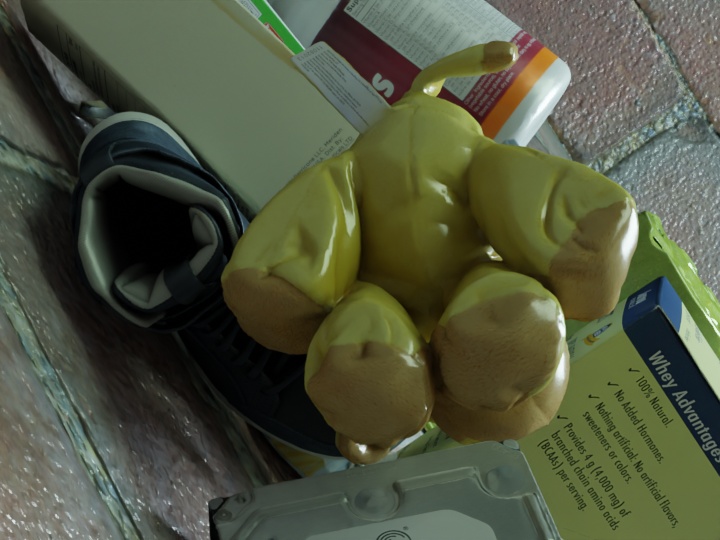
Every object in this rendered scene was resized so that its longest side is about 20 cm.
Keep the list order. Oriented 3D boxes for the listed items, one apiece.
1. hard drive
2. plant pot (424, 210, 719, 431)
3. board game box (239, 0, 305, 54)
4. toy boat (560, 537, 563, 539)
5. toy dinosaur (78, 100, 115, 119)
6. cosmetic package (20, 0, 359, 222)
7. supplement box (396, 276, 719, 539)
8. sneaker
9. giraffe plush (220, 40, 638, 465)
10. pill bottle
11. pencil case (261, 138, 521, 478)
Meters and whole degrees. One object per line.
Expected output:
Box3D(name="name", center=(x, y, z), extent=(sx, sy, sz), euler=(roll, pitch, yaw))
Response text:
Box3D(name="hard drive", center=(0.026, 0.155, 1.034), extent=(0.201, 0.139, 0.038), euler=(-111, -165, -49))
Box3D(name="plant pot", center=(0.144, 0.060, 1.717), extent=(0.200, 0.189, 0.200), euler=(53, 11, -15))
Box3D(name="board game box", center=(-0.085, -0.135, 1.480), extent=(0.153, 0.040, 0.200), euler=(50, -8, -33))
Box3D(name="toy boat", center=(0.056, 0.207, 1.135), extent=(0.201, 0.130, 0.131), euler=(56, 39, -3))
Box3D(name="toy dinosaur", center=(-0.082, -0.050, 1.420), extent=(0.200, 0.047, 0.088), euler=(46, 21, -31))
Box3D(name="cosmetic package", center=(-0.075, -0.089, 1.298), extent=(0.200, 0.071, 0.105), euler=(44, -9, 2))
Box3D(name="supplement box", center=(0.127, 0.144, 1.351), extent=(0.201, 0.199, 0.134), euler=(56, 10, -1))
Box3D(name="sneaker", center=(-0.057, 0.021, 1.186), extent=(0.202, 0.077, 0.146), euler=(47, 2, -10))
Box3D(name="giraffe plush", center=(0.033, 0.016, 1.151), extent=(0.163, 0.172, 0.201), euler=(72, -4, -49))
Box3D(name="pill bottle", center=(0.017, -0.134, 1.548), extent=(0.200, 0.110, 0.110), euler=(37, 10, 3))
Box3D(name="pencil case", center=(0.033, 0.026, 1.299), extent=(0.083, 0.200, 0.091), euler=(44, 7, -24))
